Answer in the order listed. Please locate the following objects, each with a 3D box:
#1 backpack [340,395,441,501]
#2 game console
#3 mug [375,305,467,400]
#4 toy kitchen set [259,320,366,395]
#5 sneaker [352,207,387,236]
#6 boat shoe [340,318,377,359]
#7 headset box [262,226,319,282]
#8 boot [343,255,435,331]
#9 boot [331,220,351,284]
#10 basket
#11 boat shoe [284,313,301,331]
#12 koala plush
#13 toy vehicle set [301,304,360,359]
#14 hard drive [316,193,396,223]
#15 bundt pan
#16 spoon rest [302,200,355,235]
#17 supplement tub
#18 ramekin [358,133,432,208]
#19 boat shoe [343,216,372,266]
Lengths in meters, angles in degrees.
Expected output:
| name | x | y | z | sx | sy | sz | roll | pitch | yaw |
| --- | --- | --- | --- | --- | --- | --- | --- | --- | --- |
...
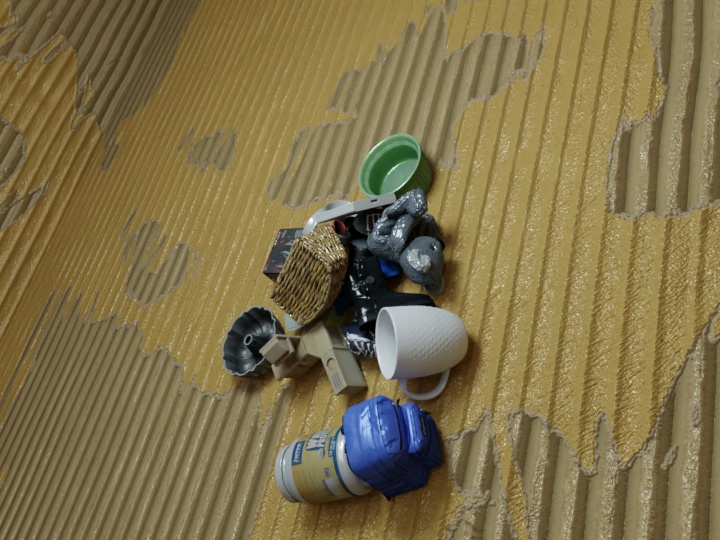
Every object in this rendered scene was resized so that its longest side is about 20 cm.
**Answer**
| name | x | y | z | sx | sy | sz | roll | pitch | yaw |
| --- | --- | --- | --- | --- | --- | --- | --- | --- | --- |
| backpack | 0.060 | 0.339 | 1.262 | 0.166 | 0.200 | 0.165 | -32 | 46 | 18 |
| game console | 0.000 | 0.000 | 1.638 | 0.166 | 0.120 | 0.202 | -10 | 42 | -10 |
| mug | 0.134 | 0.176 | 1.336 | 0.147 | 0.170 | 0.206 | -159 | 68 | -73 |
| toy kitchen set | -0.131 | 0.247 | 1.496 | 0.199 | 0.161 | 0.183 | -42 | 58 | 26 |
| sneaker | 0.061 | -0.126 | 1.596 | 0.080 | 0.196 | 0.076 | 7 | 101 | 57 |
| boat shoe | 0.027 | 0.182 | 1.456 | 0.091 | 0.076 | 0.200 | -22 | 38 | -17 |
| headset box | -0.166 | -0.041 | 1.778 | 0.196 | 0.075 | 0.152 | 1 | 62 | 39 |
| boot | 0.061 | 0.039 | 1.473 | 0.195 | 0.077 | 0.172 | -14 | 62 | -8 |
| boot | -0.080 | -0.062 | 1.595 | 0.199 | 0.071 | 0.148 | 26 | 117 | 56 |
| basket | -0.102 | 0.013 | 1.506 | 0.142 | 0.149 | 0.202 | 36 | 122 | 11 |
| boat shoe | -0.125 | 0.094 | 1.629 | 0.199 | 0.059 | 0.077 | -39 | 62 | 34 |
| koala plush | 0.128 | -0.044 | 1.476 | 0.181 | 0.178 | 0.202 | -33 | 59 | 3 |
| toy vehicle set | -0.065 | 0.151 | 1.607 | 0.197 | 0.026 | 0.127 | 4 | 66 | 41 |
| hard drive | -0.015 | -0.159 | 1.603 | 0.198 | 0.129 | 0.027 | -10 | 96 | 59 |
| bundt pan | -0.286 | 0.204 | 1.718 | 0.198 | 0.076 | 0.206 | -20 | 53 | 28 |
| spoon rest | -0.077 | -0.150 | 1.726 | 0.098 | 0.062 | 0.199 | 32 | 43 | 25 |
| supplement tub | -0.073 | 0.423 | 1.355 | 0.196 | 0.144 | 0.148 | -21 | 51 | 26 |
| ramekin | 0.099 | -0.256 | 1.685 | 0.196 | 0.097 | 0.204 | -21 | 51 | 28 |
| boat shoe | -0.009 | -0.090 | 1.598 | 0.072 | 0.067 | 0.202 | -5 | 41 | -3 |
